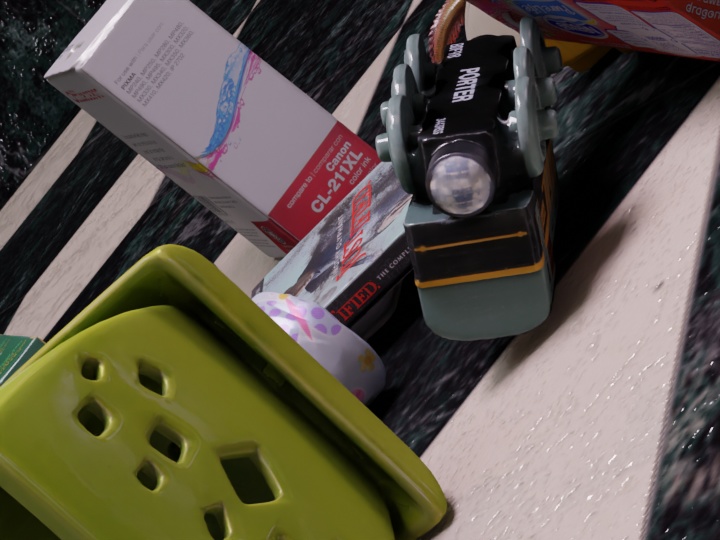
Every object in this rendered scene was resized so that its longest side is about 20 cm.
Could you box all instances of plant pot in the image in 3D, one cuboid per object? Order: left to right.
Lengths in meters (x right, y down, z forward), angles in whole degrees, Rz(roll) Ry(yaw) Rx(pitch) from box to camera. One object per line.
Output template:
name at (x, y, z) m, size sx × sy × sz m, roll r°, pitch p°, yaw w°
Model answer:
plant pot at (-0.095, 0.120, 1.094) m, size 0.199 × 0.200 × 0.182 m, roll -39°, pitch 12°, yaw 44°

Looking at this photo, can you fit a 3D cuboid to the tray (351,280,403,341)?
tray at (0.000, 0.000, 1.469) m, size 0.107 × 0.022 × 0.200 m, roll -46°, pitch 14°, yaw 27°

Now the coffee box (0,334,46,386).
coffee box at (-0.195, 0.094, 1.661) m, size 0.044 × 0.123 × 0.200 m, roll -51°, pitch 11°, yaw -11°

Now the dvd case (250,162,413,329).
dvd case at (0.008, -0.020, 1.402) m, size 0.200 × 0.022 × 0.146 m, roll -45°, pitch 15°, yaw 19°

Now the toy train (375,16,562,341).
toy train at (0.058, -0.047, 1.209) m, size 0.085 × 0.114 × 0.200 m, roll -8°, pitch 19°, yaw 8°

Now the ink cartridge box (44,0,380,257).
ink cartridge box at (-0.095, -0.098, 1.663) m, size 0.083 × 0.200 × 0.146 m, roll -53°, pitch 13°, yaw -7°

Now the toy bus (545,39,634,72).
toy bus at (0.160, -0.181, 1.327) m, size 0.200 × 0.065 × 0.078 m, roll -44°, pitch 17°, yaw 27°

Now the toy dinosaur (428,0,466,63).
toy dinosaur at (0.111, -0.245, 1.637) m, size 0.181 × 0.105 × 0.200 m, roll -35°, pitch -17°, yaw -51°

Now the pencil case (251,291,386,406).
pencil case at (-0.067, 0.107, 1.271) m, size 0.200 × 0.083 × 0.091 m, roll -57°, pitch -23°, yaw -21°

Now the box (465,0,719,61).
box at (0.114, -0.166, 1.211) m, size 0.200 × 0.100 × 0.096 m, roll 16°, pitch 80°, yaw 58°

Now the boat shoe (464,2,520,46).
boat shoe at (0.120, -0.178, 1.462) m, size 0.059 × 0.072 × 0.200 m, roll -13°, pitch -23°, yaw -28°
